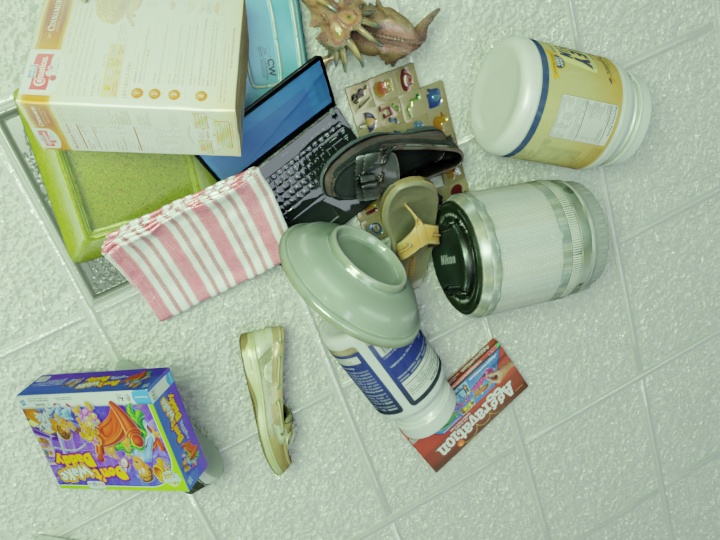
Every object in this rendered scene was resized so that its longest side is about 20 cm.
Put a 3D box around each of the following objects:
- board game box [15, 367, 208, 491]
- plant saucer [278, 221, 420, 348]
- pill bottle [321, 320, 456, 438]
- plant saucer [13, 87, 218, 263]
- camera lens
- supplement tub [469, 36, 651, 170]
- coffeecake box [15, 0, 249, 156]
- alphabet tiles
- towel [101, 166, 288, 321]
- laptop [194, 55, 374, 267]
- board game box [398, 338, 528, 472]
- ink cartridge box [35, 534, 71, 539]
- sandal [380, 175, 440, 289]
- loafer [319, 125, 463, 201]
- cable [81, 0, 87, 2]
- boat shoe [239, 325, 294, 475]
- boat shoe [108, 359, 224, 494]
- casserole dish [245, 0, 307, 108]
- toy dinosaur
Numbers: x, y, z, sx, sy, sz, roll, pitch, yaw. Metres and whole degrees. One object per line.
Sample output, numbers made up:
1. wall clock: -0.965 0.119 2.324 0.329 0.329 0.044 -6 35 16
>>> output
1. board game box: -0.290 0.187 0.741 0.195 0.045 0.137 -7 112 22
2. plant saucer: 0.000 0.000 0.745 0.197 0.202 0.051 26 118 -24
3. pill bottle: 0.043 0.126 0.860 0.115 0.116 0.201 -38 114 -5
4. plant saucer: -0.262 -0.123 0.721 0.195 0.048 0.205 -17 110 -14
5. camera lens: 0.204 -0.032 0.846 0.195 0.160 0.164 -11 109 -16
6. supplement tub: 0.257 -0.210 0.822 0.195 0.144 0.148 5 104 -20
7. coffeecake box: -0.215 -0.201 0.635 0.195 0.073 0.157 1 64 -6
8. alphabet tiles: 0.052 -0.158 0.842 0.164 0.008 0.204 -23 111 -11
9. towel: -0.179 -0.023 0.743 0.196 0.030 0.148 -25 139 -2
10. laptop: -0.071 -0.117 0.754 0.176 0.103 0.202 -36 113 -3
11. board game box: 0.160 0.209 0.977 0.199 0.019 0.103 -42 115 -4
12. ink cartridge box: -0.350 0.450 0.833 0.196 0.084 0.148 21 98 -23
13. sandal: 0.070 -0.036 0.815 0.079 0.054 0.203 -19 138 -16
14. loafer: 0.044 -0.130 0.777 0.197 0.063 0.073 -24 132 -31
15. cable: -0.231 -0.318 0.541 0.095 0.200 0.052 -1 68 -17
16. boat shoe: -0.112 0.175 0.846 0.062 0.073 0.206 -13 102 -10
17. boat shoe: -0.258 0.204 0.801 0.063 0.071 0.202 -33 105 12
18. casserole dish: -0.118 -0.264 0.736 0.118 0.039 0.205 -12 110 -15
19. toy dinosaur: 0.016 -0.271 0.726 0.195 0.135 0.088 -6 107 -18
